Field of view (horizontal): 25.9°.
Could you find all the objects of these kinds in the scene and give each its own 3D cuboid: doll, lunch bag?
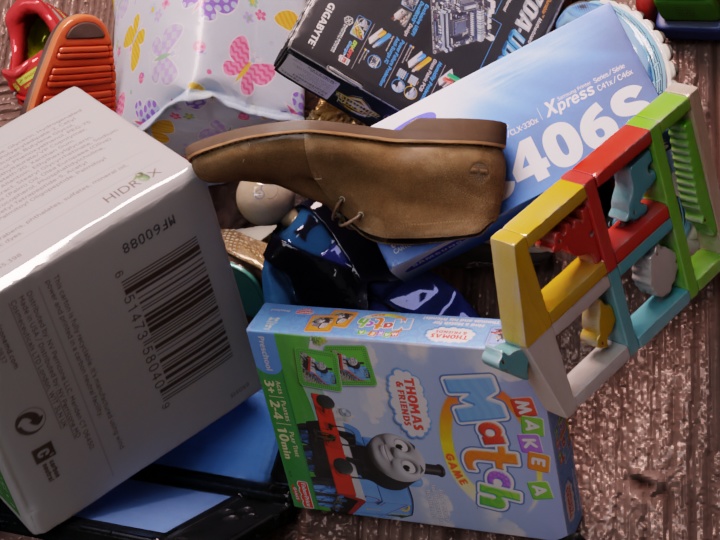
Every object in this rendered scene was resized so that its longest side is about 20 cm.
[{"bbox_3d":[0.000,0.000,1.052,0.200,0.048,0.136,38,83,3],"label":"doll"},{"bbox_3d":[-0.124,-0.163,1.191,0.200,0.127,0.170,-24,60,52],"label":"lunch bag"}]

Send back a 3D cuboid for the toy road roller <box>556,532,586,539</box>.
[{"bbox_3d":[0.101,0.257,0.901,0.123,0.200,0.146,-24,98,16],"label":"toy road roller"}]

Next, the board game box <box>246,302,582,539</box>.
[{"bbox_3d":[0.036,0.097,1.014,0.200,0.151,0.037,2,33,25],"label":"board game box"}]

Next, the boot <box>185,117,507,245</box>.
[{"bbox_3d":[-0.011,-0.054,0.965,0.200,0.074,0.076,1,90,7],"label":"boot"}]

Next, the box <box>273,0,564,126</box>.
[{"bbox_3d":[0.053,-0.188,1.090,0.159,0.046,0.200,29,71,-9],"label":"box"}]

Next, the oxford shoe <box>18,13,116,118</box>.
[{"bbox_3d":[-0.237,-0.106,1.172,0.073,0.071,0.200,42,124,37],"label":"oxford shoe"}]

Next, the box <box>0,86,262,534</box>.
[{"bbox_3d":[-0.206,0.022,1.066,0.200,0.199,0.171,-32,42,-23],"label":"box"}]

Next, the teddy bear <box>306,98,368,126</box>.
[{"bbox_3d":[0.026,-0.165,1.129,0.145,0.067,0.200,27,65,1],"label":"teddy bear"}]

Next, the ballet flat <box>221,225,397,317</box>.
[{"bbox_3d":[-0.054,0.004,1.143,0.200,0.071,0.065,20,56,26],"label":"ballet flat"}]

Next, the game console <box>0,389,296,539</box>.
[{"bbox_3d":[-0.146,0.118,1.106,0.200,0.176,0.117,5,101,27],"label":"game console"}]

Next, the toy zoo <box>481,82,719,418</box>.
[{"bbox_3d":[0.144,-0.004,0.927,0.200,0.131,0.020,-39,37,-27],"label":"toy zoo"}]

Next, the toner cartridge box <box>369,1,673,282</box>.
[{"bbox_3d":[0.093,-0.080,1.004,0.200,0.043,0.095,-27,72,9],"label":"toner cartridge box"}]

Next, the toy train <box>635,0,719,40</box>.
[{"bbox_3d":[0.237,-0.270,1.075,0.085,0.116,0.200,7,74,26],"label":"toy train"}]

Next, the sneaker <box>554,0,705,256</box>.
[{"bbox_3d":[0.164,-0.098,1.044,0.090,0.078,0.200,-4,62,-20],"label":"sneaker"}]

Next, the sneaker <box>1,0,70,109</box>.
[{"bbox_3d":[-0.255,-0.133,1.265,0.077,0.085,0.200,-24,63,15],"label":"sneaker"}]

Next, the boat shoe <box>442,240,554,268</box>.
[{"bbox_3d":[0.051,-0.035,1.113,0.200,0.057,0.067,20,42,26],"label":"boat shoe"}]
